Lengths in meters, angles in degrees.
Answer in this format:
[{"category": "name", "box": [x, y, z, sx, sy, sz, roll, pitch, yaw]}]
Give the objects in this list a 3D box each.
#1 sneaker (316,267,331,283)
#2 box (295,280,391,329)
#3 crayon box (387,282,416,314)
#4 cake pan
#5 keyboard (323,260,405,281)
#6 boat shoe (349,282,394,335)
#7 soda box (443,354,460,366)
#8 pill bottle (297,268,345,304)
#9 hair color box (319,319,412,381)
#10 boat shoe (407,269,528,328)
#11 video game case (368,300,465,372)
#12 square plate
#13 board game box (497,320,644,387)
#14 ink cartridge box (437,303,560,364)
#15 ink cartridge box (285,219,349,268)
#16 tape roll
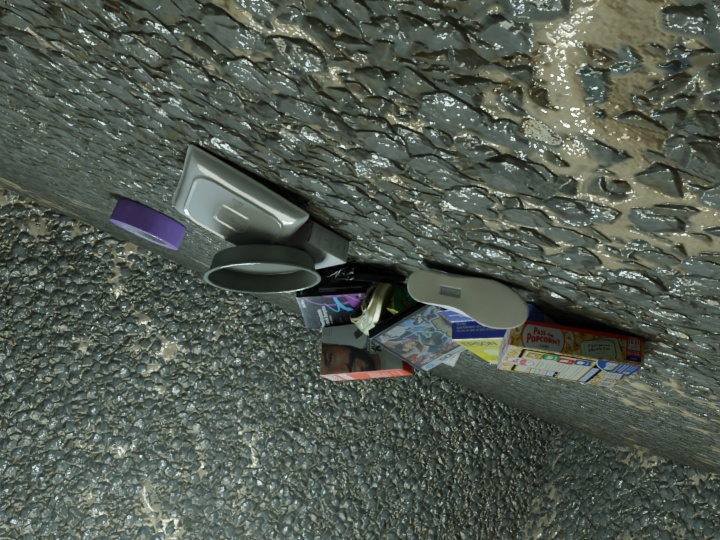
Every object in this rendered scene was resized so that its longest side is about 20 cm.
[{"category": "sneaker", "box": [-0.108, -0.008, 1.221, 0.078, 0.075, 0.200, 10, 165, 27]}, {"category": "box", "box": [-0.033, 0.077, 1.263, 0.196, 0.037, 0.144, -3, 146, 5]}, {"category": "crayon box", "box": [0.145, 0.097, 1.256, 0.117, 0.059, 0.200, 16, 168, 27]}, {"category": "cake pan", "box": [-0.165, -0.001, 0.990, 0.196, 0.037, 0.201, -2, 165, -1]}, {"category": "keyboard", "box": [0.000, 0.000, 1.179, 0.103, 0.040, 0.199, 0, -179, -32]}, {"category": "boat shoe", "box": [0.018, 0.072, 1.153, 0.062, 0.074, 0.201, 29, 159, 5]}, {"category": "soda box", "box": [0.167, 0.174, 1.517, 0.197, 0.069, 0.064, 22, 129, 4]}, {"category": "pill bottle", "box": [-0.058, 0.083, 1.407, 0.111, 0.114, 0.200, 13, 161, 38]}, {"category": "hair color box", "box": [0.012, 0.175, 1.269, 0.197, 0.113, 0.064, -10, 155, 26]}, {"category": "boat shoe", "box": [0.172, 0.043, 0.923, 0.197, 0.073, 0.068, 8, -174, 29]}, {"category": "video game case", "box": [0.143, 0.121, 1.138, 0.179, 0.026, 0.199, -33, 137, 22]}, {"category": "square plate", "box": [-0.199, -0.091, 0.916, 0.198, 0.029, 0.198, 30, 152, -13]}, {"category": "board game box", "box": [0.331, 0.137, 0.941, 0.196, 0.047, 0.152, 8, 157, 9]}, {"category": "ink cartridge box", "box": [0.270, 0.120, 1.050, 0.199, 0.048, 0.196, 28, 155, -38]}, {"category": "ink cartridge box", "box": [-0.147, -0.052, 1.020, 0.198, 0.045, 0.175, -11, 150, 44]}, {"category": "tape roll", "box": [-0.597, -0.128, 1.637, 0.197, 0.067, 0.200, 21, 169, 4]}]
